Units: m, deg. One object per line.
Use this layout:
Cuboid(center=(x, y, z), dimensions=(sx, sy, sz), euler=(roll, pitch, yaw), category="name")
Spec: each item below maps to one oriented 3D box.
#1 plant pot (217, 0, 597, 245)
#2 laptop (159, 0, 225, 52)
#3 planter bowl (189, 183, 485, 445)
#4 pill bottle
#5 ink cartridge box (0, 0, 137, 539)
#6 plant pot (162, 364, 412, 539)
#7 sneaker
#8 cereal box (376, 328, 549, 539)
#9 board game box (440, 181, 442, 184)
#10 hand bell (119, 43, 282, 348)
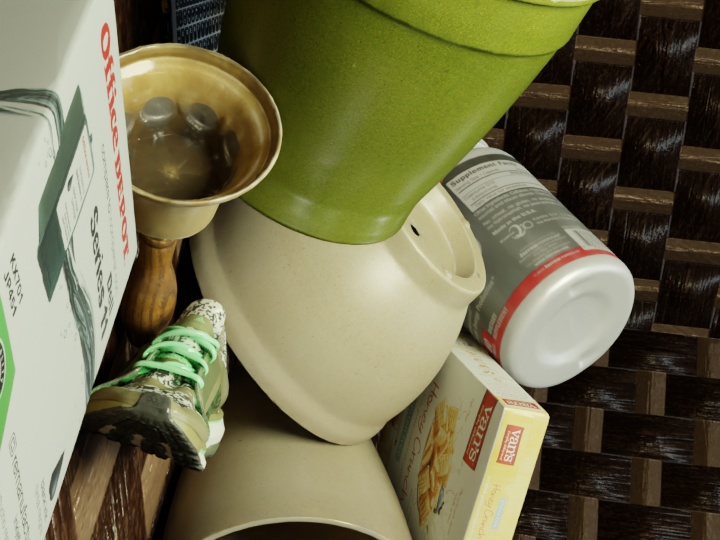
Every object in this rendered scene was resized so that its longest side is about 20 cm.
Cuboid(center=(0.006, -0.125, 1.010), dimensions=(0.201, 0.200, 0.193), euler=(-74, -170, -60), category="plant pot")
Cuboid(center=(-0.050, -0.158, 1.160), dimensions=(0.187, 0.115, 0.201), euler=(-57, 146, -76), category="laptop")
Cuboid(center=(0.000, 0.000, 1.258), dimensions=(0.200, 0.135, 0.201), euler=(44, 25, -27), category="planter bowl")
Cuboid(center=(0.098, -0.018, 1.355), dimensions=(0.200, 0.114, 0.114), euler=(48, -30, 38), category="pill bottle")
Cuboid(center=(-0.139, 0.006, 0.625), dimensions=(0.147, 0.083, 0.200), euler=(91, 7, -46), category="ink cartridge box")
Cuboid(center=(-0.055, 0.162, 1.306), dimensions=(0.200, 0.186, 0.188), euler=(-97, -174, -49), category="plant pot")
Cuboid(center=(-0.106, 0.056, 1.021), dimensions=(0.200, 0.077, 0.089), euler=(158, -50, -88), category="sneaker")
Cuboid(center=(0.063, 0.129, 1.292), dimensions=(0.200, 0.039, 0.144), euler=(-134, -123, -69), category="cereal box")
Cuboid(center=(0.025, -0.145, 1.268), dimensions=(0.103, 0.019, 0.200), euler=(-62, 142, -19), category="board game box")
Cuboid(center=(-0.111, -0.019, 1.009), dimensions=(0.200, 0.104, 0.104), euler=(110, -8, -53), category="hand bell")
